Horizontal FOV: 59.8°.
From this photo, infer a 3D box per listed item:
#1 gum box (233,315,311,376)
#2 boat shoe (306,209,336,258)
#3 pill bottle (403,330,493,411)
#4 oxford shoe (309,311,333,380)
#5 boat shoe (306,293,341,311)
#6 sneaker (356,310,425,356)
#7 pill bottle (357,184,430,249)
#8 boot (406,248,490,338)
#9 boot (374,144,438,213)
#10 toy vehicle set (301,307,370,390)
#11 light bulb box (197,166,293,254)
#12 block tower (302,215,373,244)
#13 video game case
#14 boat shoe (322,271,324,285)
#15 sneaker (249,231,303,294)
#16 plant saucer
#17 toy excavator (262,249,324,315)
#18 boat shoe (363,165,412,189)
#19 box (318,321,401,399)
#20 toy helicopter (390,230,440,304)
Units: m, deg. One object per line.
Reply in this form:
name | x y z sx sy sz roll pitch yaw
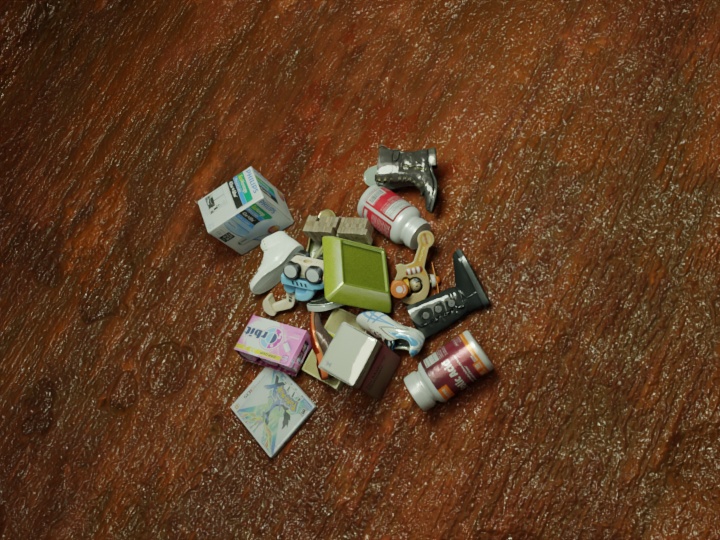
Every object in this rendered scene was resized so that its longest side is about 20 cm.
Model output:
gum box | -0.236 0.210 1.746 0.199 0.066 0.114 12 60 27
boat shoe | -0.121 -0.091 1.831 0.073 0.063 0.202 9 74 26
pill bottle | 0.212 0.247 1.526 0.199 0.114 0.114 -36 60 6
oxford shoe | -0.093 0.198 1.685 0.072 0.071 0.201 -10 60 -12
boat shoe | -0.059 0.061 1.732 0.199 0.071 0.064 -16 106 10
sneaker | 0.068 0.161 1.616 0.199 0.072 0.073 20 55 27
pill bottle | 0.094 -0.146 1.733 0.200 0.112 0.112 39 88 30
boot | 0.208 0.060 1.609 0.199 0.066 0.166 -28 84 13
boot | 0.125 -0.250 1.721 0.173 0.069 0.202 -2 79 9
toy vehicle set | -0.062 0.210 1.709 0.124 0.027 0.201 24 81 29
light bulb box | -0.341 -0.175 1.882 0.199 0.198 0.125 -31 63 11
block tower | -0.058 -0.114 1.755 0.199 0.054 0.058 7 63 26
video game case | -0.241 0.376 1.723 0.183 0.022 0.200 -49 60 -1
boat shoe | -0.042 -0.020 1.722 0.070 0.071 0.200 5 39 19
sneaker | -0.274 -0.028 1.873 0.200 0.074 0.115 -45 58 -10
plant saucer | 0.000 0.000 1.662 0.048 0.199 0.201 -46 40 47
toy excavator | -0.182 0.050 1.760 0.193 0.100 0.201 11 117 13
boat shoe | 0.108 -0.267 1.808 0.199 0.060 0.076 7 98 23
box | 0.003 0.231 1.572 0.108 0.200 0.128 25 81 28
toy helicopter | 0.161 -0.005 1.662 0.131 0.079 0.201 16 93 2
